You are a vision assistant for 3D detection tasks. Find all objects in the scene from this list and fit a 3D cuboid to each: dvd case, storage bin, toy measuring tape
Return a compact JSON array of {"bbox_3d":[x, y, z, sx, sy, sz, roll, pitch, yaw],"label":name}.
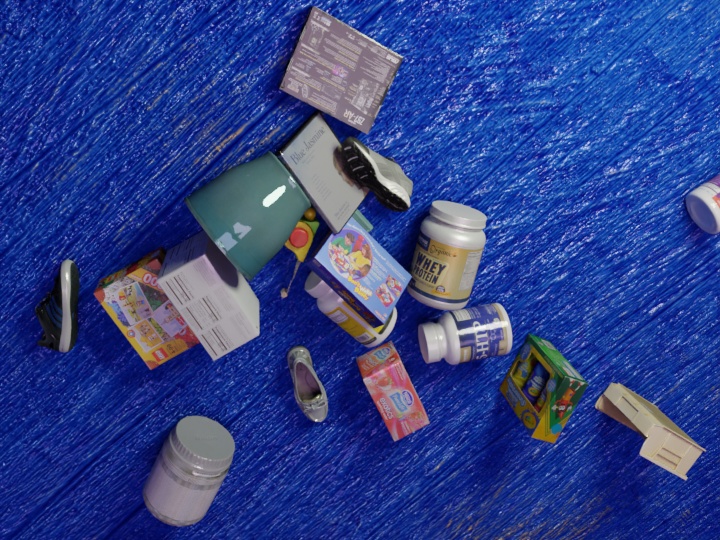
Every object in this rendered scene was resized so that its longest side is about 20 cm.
[{"bbox_3d":[-0.067,-0.195,1.209,0.201,0.017,0.144,53,54,-25],"label":"dvd case"},{"bbox_3d":[0.741,0.407,1.574,0.196,0.201,0.095,29,103,-21],"label":"storage bin"},{"bbox_3d":[-0.148,-0.043,1.276,0.072,0.074,0.203,20,107,-19],"label":"toy measuring tape"}]

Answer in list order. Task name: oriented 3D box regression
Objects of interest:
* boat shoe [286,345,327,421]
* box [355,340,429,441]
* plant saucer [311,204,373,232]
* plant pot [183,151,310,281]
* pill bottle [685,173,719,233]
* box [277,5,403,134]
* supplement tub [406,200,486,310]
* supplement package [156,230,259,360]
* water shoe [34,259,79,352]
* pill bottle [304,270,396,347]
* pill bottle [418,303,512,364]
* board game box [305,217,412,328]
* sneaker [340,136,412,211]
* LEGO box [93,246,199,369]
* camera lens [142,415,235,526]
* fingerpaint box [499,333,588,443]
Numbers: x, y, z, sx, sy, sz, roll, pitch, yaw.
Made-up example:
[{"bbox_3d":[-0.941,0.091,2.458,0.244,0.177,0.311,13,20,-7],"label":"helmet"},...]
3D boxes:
[{"bbox_3d":[-0.122,0.275,1.414,0.073,0.065,0.206,-14,114,-5],"label":"boat shoe"},{"bbox_3d":[0.077,0.286,1.444,0.101,0.095,0.203,-25,115,-1],"label":"box"},{"bbox_3d":[-0.057,-0.134,1.285,0.070,0.019,0.200,-41,115,7],"label":"plant saucer"},{"bbox_3d":[-0.203,-0.118,1.174,0.187,0.200,0.201,-40,115,-5],"label":"plant pot"},{"bbox_3d":[0.872,-0.183,1.405,0.198,0.112,0.112,-32,115,3],"label":"pill bottle"},{"bbox_3d":[-0.038,-0.381,1.171,0.197,0.044,0.163,21,107,-19],"label":"box"},{"bbox_3d":[0.186,-0.034,1.306,0.141,0.145,0.204,7,111,-14],"label":"supplement tub"},{"bbox_3d":[-0.300,0.043,1.231,0.109,0.156,0.202,-27,115,3],"label":"supplement package"},{"bbox_3d":[-0.615,0.074,1.225,0.077,0.072,0.204,7,110,-12],"label":"water shoe"},{"bbox_3d":[-0.022,0.067,1.323,0.113,0.113,0.199,-45,114,9],"label":"pill bottle"},{"bbox_3d":[0.239,0.151,1.409,0.195,0.120,0.122,-10,114,-7],"label":"pill bottle"},{"bbox_3d":[0.000,0.000,1.257,0.200,0.045,0.135,44,57,-13],"label":"board game box"},{"bbox_3d":[0.035,-0.205,1.244,0.199,0.073,0.081,40,59,-33],"label":"sneaker"},{"bbox_3d":[-0.425,0.078,1.263,0.147,0.077,0.202,-28,115,1],"label":"LEGO box"},{"bbox_3d":[-0.390,0.457,1.381,0.158,0.160,0.203,24,106,-20],"label":"camera lens"},{"bbox_3d":[0.430,0.277,1.456,0.072,0.201,0.170,18,109,-17],"label":"fingerpaint box"}]
